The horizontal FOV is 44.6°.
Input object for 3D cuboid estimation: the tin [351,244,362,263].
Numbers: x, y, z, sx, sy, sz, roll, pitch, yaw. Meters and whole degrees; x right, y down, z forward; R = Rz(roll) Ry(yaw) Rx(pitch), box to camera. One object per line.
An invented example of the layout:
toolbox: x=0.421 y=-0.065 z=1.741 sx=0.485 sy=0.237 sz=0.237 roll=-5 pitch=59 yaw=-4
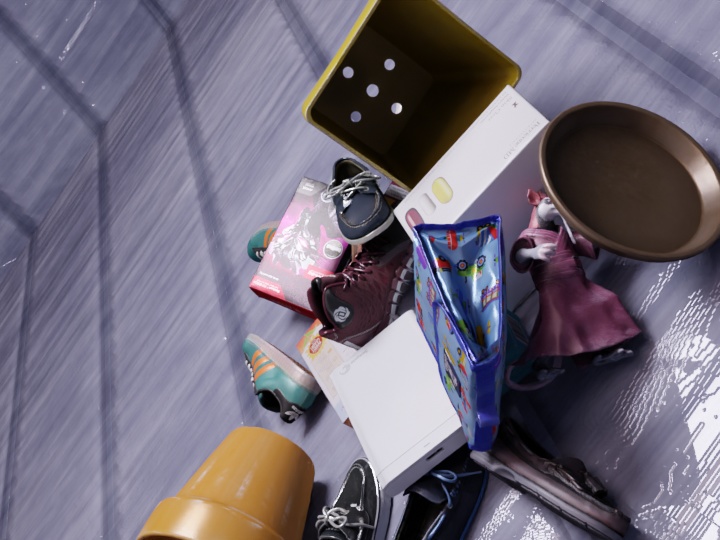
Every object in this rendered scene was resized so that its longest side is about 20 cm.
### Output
tin: x=0.007 y=-0.046 z=1.220 sx=0.200 sy=0.042 sz=0.112 roll=-82 pitch=-12 yaw=-74

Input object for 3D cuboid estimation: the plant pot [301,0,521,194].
plant pot: x=0.040 y=-0.224 z=1.098 sx=0.200 sy=0.200 sz=0.176 roll=-57 pitch=22 yaw=1

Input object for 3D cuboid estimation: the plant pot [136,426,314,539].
plant pot: x=-0.147 y=0.306 z=1.098 sx=0.200 sy=0.200 sz=0.183 roll=-22 pitch=30 yaw=43

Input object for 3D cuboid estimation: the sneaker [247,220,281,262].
sneaker: x=-0.127 y=-0.035 z=1.451 sx=0.200 sy=0.071 sz=0.080 roll=-16 pitch=46 yaw=44

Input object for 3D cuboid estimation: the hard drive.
hard drive: x=0.048 y=0.143 z=0.992 sx=0.132 sy=0.027 sz=0.200 roll=-39 pitch=35 yaw=5

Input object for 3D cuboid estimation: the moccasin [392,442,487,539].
moccasin: x=0.082 y=0.246 z=0.934 sx=0.080 sy=0.068 sz=0.200 roll=-12 pitch=51 yaw=49

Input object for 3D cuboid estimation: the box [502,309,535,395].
box: x=0.109 y=0.131 z=1.015 sx=0.200 sy=0.049 sz=0.082 roll=-44 pitch=34 yaw=20

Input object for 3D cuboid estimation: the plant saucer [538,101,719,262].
plant saucer: x=0.271 y=-0.088 z=0.882 sx=0.029 sy=0.200 sz=0.200 roll=110 pitch=170 yaw=-56

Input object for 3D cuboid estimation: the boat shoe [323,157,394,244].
boat shoe: x=-0.004 y=-0.093 z=1.089 sx=0.075 sy=0.062 sz=0.200 roll=-25 pitch=23 yaw=8

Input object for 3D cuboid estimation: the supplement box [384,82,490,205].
supplement box: x=0.136 y=-0.131 z=1.152 sx=0.200 sy=0.103 sz=0.131 roll=-58 pitch=32 yaw=0

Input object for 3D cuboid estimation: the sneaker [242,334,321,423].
sneaker: x=-0.132 y=0.156 z=1.282 sx=0.080 sy=0.071 sz=0.200 roll=-56 pitch=33 yaw=-5

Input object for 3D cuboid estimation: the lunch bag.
lunch bag: x=0.112 y=0.070 z=0.868 sx=0.094 sy=0.151 sz=0.200 roll=-7 pitch=48 yaw=-1

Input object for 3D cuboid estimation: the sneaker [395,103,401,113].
sneaker: x=0.096 y=-0.247 z=1.352 sx=0.088 sy=0.075 sz=0.200 roll=16 pitch=81 yaw=44

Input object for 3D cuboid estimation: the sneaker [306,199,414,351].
sneaker: x=0.000 y=0.000 z=1.070 sx=0.076 sy=0.115 sz=0.200 roll=14 pitch=88 yaw=59

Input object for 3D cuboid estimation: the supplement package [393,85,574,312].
supplement package: x=0.170 y=-0.077 z=1.012 sx=0.200 sy=0.156 sz=0.111 roll=-48 pitch=34 yaw=14

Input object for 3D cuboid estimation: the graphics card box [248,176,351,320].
graphics card box: x=-0.072 y=-0.034 z=1.347 sx=0.125 sy=0.051 sz=0.200 roll=21 pitch=77 yaw=23

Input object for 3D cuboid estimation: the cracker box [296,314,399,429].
cracker box: x=0.001 y=0.109 z=1.170 sx=0.134 sy=0.058 sz=0.200 roll=-52 pitch=32 yaw=7

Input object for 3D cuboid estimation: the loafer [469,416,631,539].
loafer: x=0.184 y=0.194 z=0.846 sx=0.063 sy=0.072 sz=0.200 roll=-56 pitch=30 yaw=-9

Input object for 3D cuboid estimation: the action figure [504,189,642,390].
action figure: x=0.211 y=0.009 z=0.916 sx=0.149 sy=0.134 sz=0.200 roll=128 pitch=134 yaw=-58

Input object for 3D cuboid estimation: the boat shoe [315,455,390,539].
boat shoe: x=-0.019 y=0.305 z=1.018 sx=0.074 sy=0.068 sz=0.200 roll=-19 pitch=49 yaw=44
